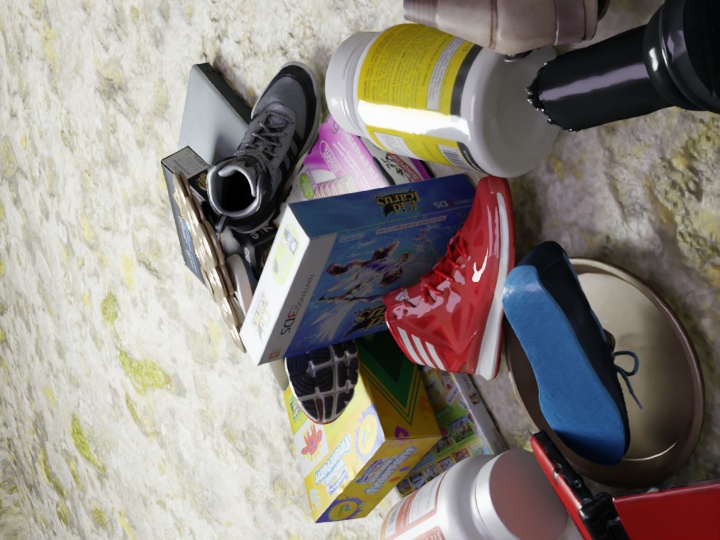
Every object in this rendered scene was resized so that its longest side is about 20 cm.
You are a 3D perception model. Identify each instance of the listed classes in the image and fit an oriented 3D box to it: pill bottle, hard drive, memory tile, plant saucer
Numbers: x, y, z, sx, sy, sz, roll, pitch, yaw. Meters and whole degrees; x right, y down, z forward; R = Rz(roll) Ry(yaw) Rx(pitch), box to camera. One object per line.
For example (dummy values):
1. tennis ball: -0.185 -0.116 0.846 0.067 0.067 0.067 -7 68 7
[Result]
1. pill bottle: 0.065 -0.152 0.752 0.199 0.113 0.116 21 121 47
2. hard drive: -0.167 -0.151 1.127 0.200 0.033 0.141 49 138 28
3. memory tile: -0.176 -0.007 1.030 0.202 0.017 0.154 81 162 -45
4. pill bottle: 0.105 0.243 0.829 0.113 0.111 0.200 60 143 15
5. plant saucer: 0.204 0.084 0.739 0.199 0.029 0.203 27 125 46

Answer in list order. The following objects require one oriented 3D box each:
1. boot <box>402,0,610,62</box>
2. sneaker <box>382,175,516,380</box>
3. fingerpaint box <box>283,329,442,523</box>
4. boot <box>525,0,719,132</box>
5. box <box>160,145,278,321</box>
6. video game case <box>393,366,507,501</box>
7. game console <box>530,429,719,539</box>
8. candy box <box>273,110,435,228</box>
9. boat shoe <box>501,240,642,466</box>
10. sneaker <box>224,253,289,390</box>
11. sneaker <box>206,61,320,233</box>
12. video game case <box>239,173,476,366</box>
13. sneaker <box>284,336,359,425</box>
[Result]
1. boot: 0.120 -0.228 0.663 0.144 0.202 0.071 8 141 15
2. sneaker: 0.077 0.009 0.791 0.079 0.114 0.203 -78 -10 -66
3. fingerpaint box: -0.005 0.158 0.969 0.201 0.072 0.168 -58 40 44
4. boot: 0.178 -0.127 0.550 0.161 0.197 0.074 -4 100 46
5. box: -0.171 -0.028 1.125 0.198 0.049 0.201 43 151 30
6. video game case: 0.087 0.205 0.952 0.184 0.023 0.200 63 144 13
7. game console: 0.245 0.210 0.687 0.201 0.118 0.173 59 -179 -24
8. candy box: -0.010 -0.067 0.931 0.137 0.061 0.201 57 142 19
9. boat shoe: 0.176 0.066 0.682 0.083 0.069 0.202 5 131 37
10. sneaker: -0.095 0.049 1.040 0.075 0.084 0.201 53 167 48
11. sneaker: -0.104 -0.128 0.943 0.075 0.114 0.202 25 101 3
12. video game case: 0.000 0.000 0.826 0.046 0.198 0.182 57 142 27
13. sneaker: -0.050 0.081 0.930 0.085 0.076 0.202 95 163 -49
